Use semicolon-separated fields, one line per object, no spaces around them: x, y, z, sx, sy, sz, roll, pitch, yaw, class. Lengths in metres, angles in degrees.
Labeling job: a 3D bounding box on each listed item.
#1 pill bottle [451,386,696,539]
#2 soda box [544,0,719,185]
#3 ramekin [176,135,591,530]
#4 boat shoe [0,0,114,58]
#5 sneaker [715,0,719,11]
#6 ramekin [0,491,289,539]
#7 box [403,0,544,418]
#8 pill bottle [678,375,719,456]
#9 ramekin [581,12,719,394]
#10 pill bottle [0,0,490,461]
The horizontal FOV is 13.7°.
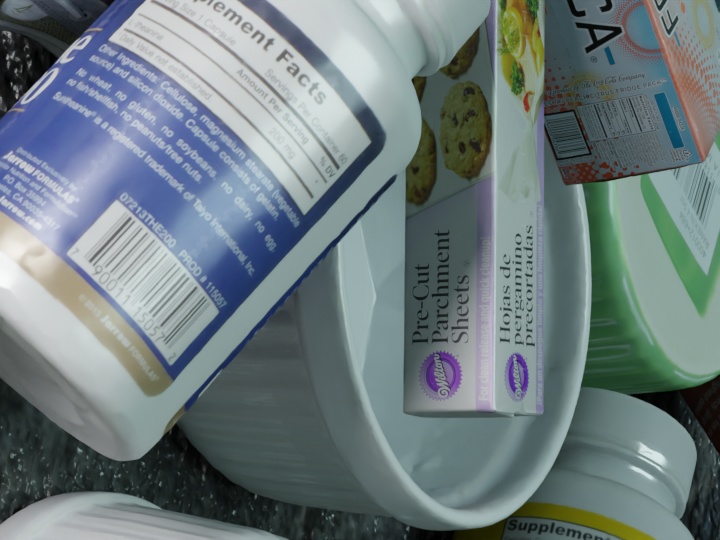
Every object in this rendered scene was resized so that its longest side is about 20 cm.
0.085;0.155;1.278;0.111;0.111;0.201;52;46;-44;pill bottle
0.083;-0.136;1.152;0.201;0.063;0.068;67;30;-25;soda box
0.000;0.000;1.155;0.200;0.105;0.201;7;82;-58;ramekin
-0.088;-0.113;1.054;0.202;0.065;0.075;4;84;-59;boat shoe
0.105;-0.139;1.268;0.090;0.200;0.079;-32;125;-38;sneaker
-0.065;0.179;1.042;0.202;0.094;0.203;6;83;-59;ramekin
0.042;-0.047;1.088;0.039;0.041;0.201;9;81;-57;box
0.227;0.072;1.441;0.112;0.112;0.200;4;52;-59;pill bottle
0.109;-0.036;1.345;0.200;0.097;0.201;7;82;-58;ramekin
-0.051;-0.044;0.998;0.200;0.111;0.111;-48;133;-15;pill bottle
